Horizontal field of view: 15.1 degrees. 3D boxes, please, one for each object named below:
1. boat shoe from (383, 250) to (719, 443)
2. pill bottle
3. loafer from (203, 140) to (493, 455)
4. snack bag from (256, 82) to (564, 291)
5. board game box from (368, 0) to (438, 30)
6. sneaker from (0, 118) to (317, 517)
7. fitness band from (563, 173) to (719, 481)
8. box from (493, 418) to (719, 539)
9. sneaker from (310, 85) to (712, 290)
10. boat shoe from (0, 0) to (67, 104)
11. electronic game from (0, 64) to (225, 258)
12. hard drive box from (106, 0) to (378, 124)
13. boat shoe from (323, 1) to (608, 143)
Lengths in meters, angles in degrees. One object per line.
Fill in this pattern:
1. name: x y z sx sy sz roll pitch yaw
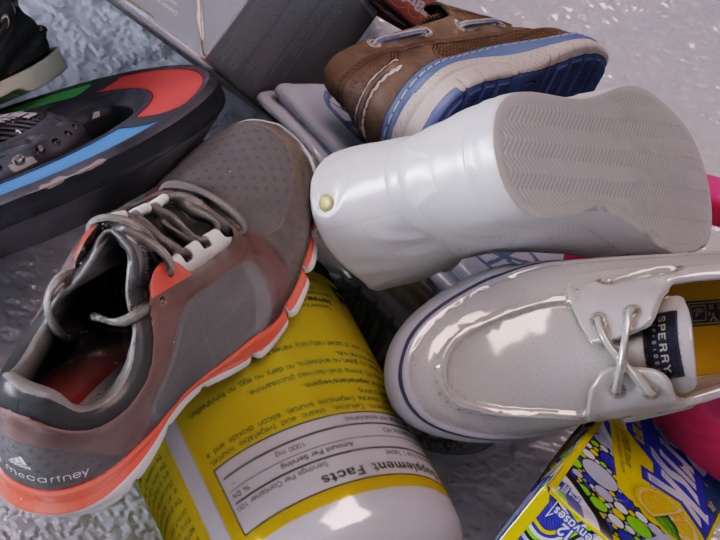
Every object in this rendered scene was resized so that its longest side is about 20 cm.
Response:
1. boat shoe: 0.110 0.029 1.092 0.200 0.070 0.071 -7 93 -18
2. pill bottle: -0.028 0.091 1.108 0.112 0.112 0.200 -10 56 -29
3. loafer: 0.000 0.000 1.225 0.200 0.075 0.070 44 53 18
4. snack bag: 0.066 -0.028 1.275 0.189 0.021 0.200 45 25 19
5. board game box: -0.035 -0.171 1.295 0.200 0.019 0.103 36 -1 -40
6. sneaker: -0.074 0.004 1.045 0.077 0.082 0.200 21 55 16
7. fitness band: 0.177 0.024 1.195 0.144 0.037 0.200 -15 50 -31
8. box: 0.101 0.106 1.116 0.070 0.064 0.200 41 18 4
9. sneaker: 0.061 -0.033 1.144 0.200 0.116 0.074 9 71 -55
10. boat shoe: -0.188 -0.094 1.181 0.066 0.074 0.199 67 23 -8
11. electronic game: -0.152 -0.043 1.144 0.200 0.200 0.042 -32 109 -39
12. hard drive box: -0.089 -0.151 1.240 0.156 0.200 0.077 37 90 10
13. boat shoe: 0.051 -0.092 1.260 0.072 0.072 0.200 36 19 19
